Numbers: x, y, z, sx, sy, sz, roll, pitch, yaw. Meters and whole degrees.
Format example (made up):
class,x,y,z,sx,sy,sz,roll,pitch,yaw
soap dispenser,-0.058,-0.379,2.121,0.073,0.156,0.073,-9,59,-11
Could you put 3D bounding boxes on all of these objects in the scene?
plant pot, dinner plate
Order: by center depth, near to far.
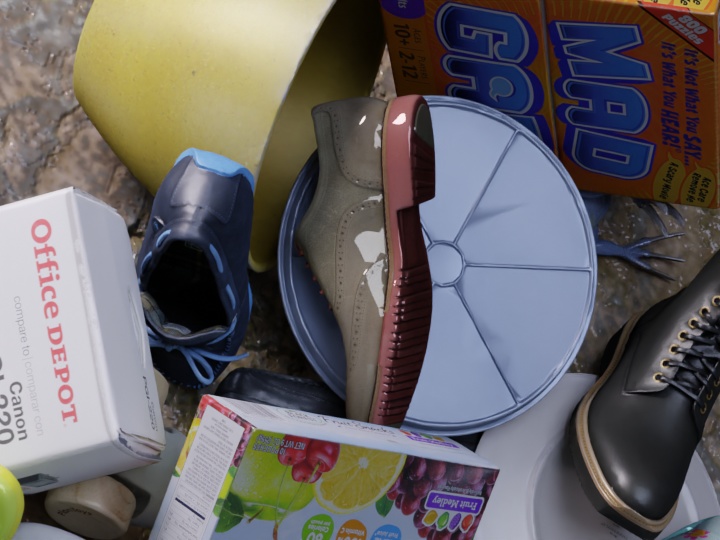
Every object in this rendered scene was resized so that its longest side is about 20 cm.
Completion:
class,x,y,z,sx,sy,sz,roll,pitch,yaw
plant pot,-0.084,-0.119,1.695,0.141,0.200,0.201,23,63,11
dinner plate,0.149,0.158,1.742,0.199,0.024,0.201,13,66,-32

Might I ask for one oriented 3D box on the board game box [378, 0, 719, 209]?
class,x,y,z,sx,sy,sz,roll,pitch,yaw
board game box,0.136,-0.186,1.742,0.199,0.200,0.201,8,60,14

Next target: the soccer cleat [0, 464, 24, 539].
class,x,y,z,sx,sy,sz,roll,pitch,yaw
soccer cleat,-0.227,0.144,1.528,0.065,0.200,0.084,47,44,2

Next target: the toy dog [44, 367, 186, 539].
class,x,y,z,sx,sy,sz,roll,pitch,yaw
toy dog,-0.109,0.134,1.657,0.200,0.096,0.132,52,57,-18

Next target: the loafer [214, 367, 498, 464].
class,x,y,z,sx,sy,sz,roll,pitch,yaw
loafer,0.003,0.093,1.721,0.200,0.068,0.071,20,58,-23

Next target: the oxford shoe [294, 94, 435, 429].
class,x,y,z,sx,sy,sz,roll,pitch,yaw
oxford shoe,0.000,0.000,1.649,0.074,0.070,0.201,3,89,16

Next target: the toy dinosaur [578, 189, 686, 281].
class,x,y,z,sx,sy,sz,roll,pitch,yaw
toy dinosaur,0.133,-0.048,1.803,0.199,0.105,0.182,24,62,-13

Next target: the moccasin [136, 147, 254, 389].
class,x,y,z,sx,sy,sz,roll,pitch,yaw
moccasin,-0.104,0.011,1.627,0.080,0.200,0.068,14,55,8

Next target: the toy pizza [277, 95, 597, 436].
class,x,y,z,sx,sy,sz,roll,pitch,yaw
toy pizza,0.044,-0.002,1.704,0.199,0.032,0.202,2,83,-18

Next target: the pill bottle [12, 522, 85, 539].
class,x,y,z,sx,sy,sz,roll,pitch,yaw
pill bottle,-0.195,0.244,1.555,0.111,0.111,0.201,36,63,-9

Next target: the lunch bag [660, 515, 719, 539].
class,x,y,z,sx,sy,sz,roll,pitch,yaw
lunch bag,0.185,0.246,1.690,0.199,0.077,0.161,-24,113,-26

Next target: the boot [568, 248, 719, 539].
class,x,y,z,sx,sy,sz,roll,pitch,yaw
boot,0.196,0.054,1.712,0.077,0.138,0.200,33,34,-14

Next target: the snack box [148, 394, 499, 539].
class,x,y,z,sx,sy,sz,roll,pitch,yaw
snack box,-0.027,0.153,1.583,0.199,0.053,0.143,13,103,-45

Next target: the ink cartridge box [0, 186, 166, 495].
class,x,y,z,sx,sy,sz,roll,pitch,yaw
ink cartridge box,-0.219,0.053,1.566,0.199,0.085,0.147,-14,77,10
